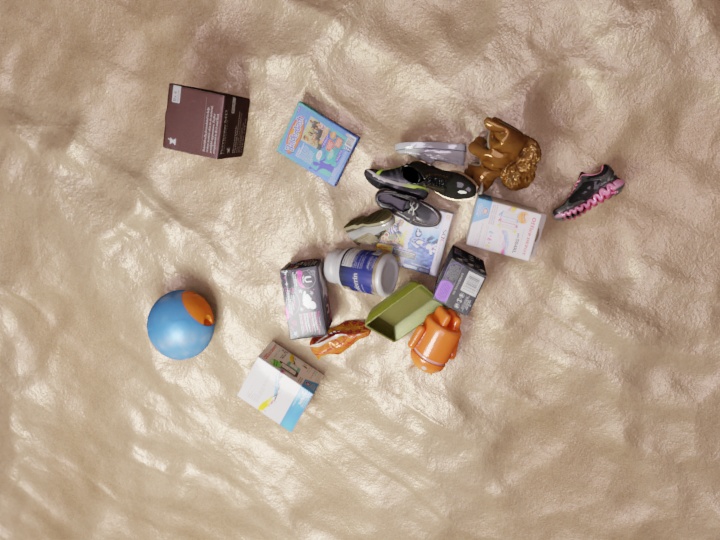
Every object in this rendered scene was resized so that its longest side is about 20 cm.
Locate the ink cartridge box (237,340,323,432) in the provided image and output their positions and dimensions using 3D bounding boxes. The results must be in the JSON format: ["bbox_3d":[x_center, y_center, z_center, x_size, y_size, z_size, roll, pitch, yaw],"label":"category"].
[{"bbox_3d":[-0.238,0.344,1.826,0.197,0.147,0.148,32,106,1],"label":"ink cartridge box"}]

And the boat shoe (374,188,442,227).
[{"bbox_3d":[0.128,-0.166,1.654,0.195,0.063,0.075,23,101,4],"label":"boat shoe"}]

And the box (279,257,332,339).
[{"bbox_3d":[-0.153,0.079,1.764,0.111,0.132,0.207,-6,101,7],"label":"box"}]

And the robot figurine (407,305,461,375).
[{"bbox_3d":[0.215,0.206,1.736,0.115,0.143,0.204,32,107,23],"label":"robot figurine"}]

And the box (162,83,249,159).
[{"bbox_3d":[-0.419,-0.407,1.672,0.159,0.200,0.171,13,105,6],"label":"box"}]

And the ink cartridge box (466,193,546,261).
[{"bbox_3d":[0.392,-0.116,1.632,0.194,0.125,0.133,15,104,7],"label":"ink cartridge box"}]

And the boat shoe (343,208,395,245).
[{"bbox_3d":[0.035,-0.116,1.685,0.075,0.198,0.069,-42,110,-29],"label":"boat shoe"}]

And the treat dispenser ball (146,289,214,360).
[{"bbox_3d":[-0.533,0.162,1.811,0.194,0.201,0.208,2,102,9],"label":"treat dispenser ball"}]

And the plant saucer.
[{"bbox_3d":[0.123,0.108,1.717,0.198,0.199,0.049,-37,57,13],"label":"plant saucer"}]

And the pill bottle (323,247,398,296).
[{"bbox_3d":[0.000,0.000,1.703,0.195,0.115,0.120,10,105,33],"label":"pill bottle"}]

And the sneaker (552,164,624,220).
[{"bbox_3d":[0.593,-0.209,1.616,0.197,0.079,0.097,-31,74,14],"label":"sneaker"}]

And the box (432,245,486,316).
[{"bbox_3d":[0.268,0.024,1.644,0.104,0.200,0.125,26,105,3],"label":"box"}]

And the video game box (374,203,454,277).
[{"bbox_3d":[0.148,-0.099,1.720,0.194,0.047,0.188,15,102,7],"label":"video game box"}]

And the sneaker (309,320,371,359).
[{"bbox_3d":[-0.055,0.206,1.817,0.195,0.074,0.078,-18,120,17],"label":"sneaker"}]

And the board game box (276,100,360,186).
[{"bbox_3d":[-0.119,-0.355,1.711,0.197,0.045,0.155,31,106,2],"label":"board game box"}]

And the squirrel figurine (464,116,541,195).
[{"bbox_3d":[0.370,-0.279,1.600,0.196,0.142,0.190,28,111,5],"label":"squirrel figurine"}]

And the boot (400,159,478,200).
[{"bbox_3d":[0.200,-0.224,1.567,0.195,0.138,0.080,19,107,15],"label":"boot"}]

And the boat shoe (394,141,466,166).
[{"bbox_3d":[0.188,-0.314,1.653,0.193,0.074,0.068,5,99,10],"label":"boat shoe"}]

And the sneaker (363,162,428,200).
[{"bbox_3d":[0.108,-0.259,1.694,0.194,0.072,0.085,19,81,4],"label":"sneaker"}]
